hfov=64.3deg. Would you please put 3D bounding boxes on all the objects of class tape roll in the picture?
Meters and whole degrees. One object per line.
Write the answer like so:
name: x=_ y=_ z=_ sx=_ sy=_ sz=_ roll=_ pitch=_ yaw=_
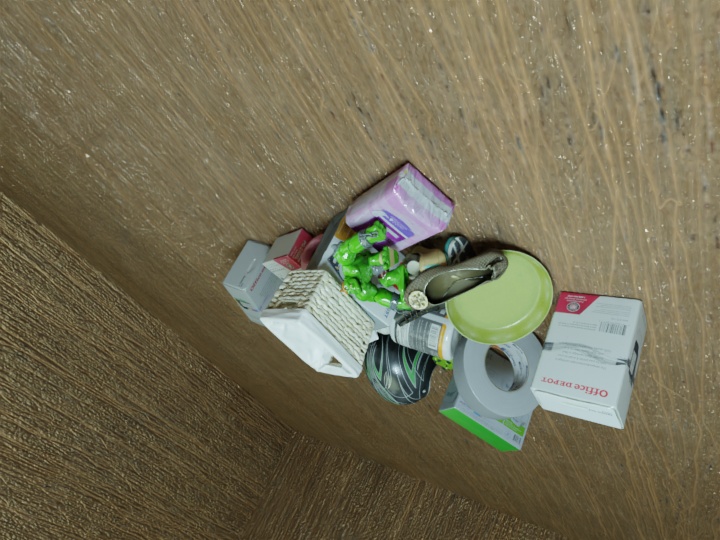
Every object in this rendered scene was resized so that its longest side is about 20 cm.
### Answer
tape roll: x=0.294 y=0.206 z=1.207 sx=0.196 sy=0.204 sz=0.066 roll=29 pitch=156 yaw=-3

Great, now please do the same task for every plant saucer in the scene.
plant saucer: x=0.251 y=0.045 z=1.050 sx=0.192 sy=0.031 sz=0.206 roll=2 pitch=121 yaw=3

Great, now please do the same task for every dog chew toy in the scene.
dog chew toy: x=-0.044 y=0.005 z=1.302 sx=0.122 sy=0.128 sz=0.199 roll=1 pitch=152 yaw=45

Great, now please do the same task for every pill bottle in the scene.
pill bottle: x=0.135 y=0.123 z=1.323 sx=0.195 sy=0.119 sz=0.117 roll=16 pitch=153 yaw=27

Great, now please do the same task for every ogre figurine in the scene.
ogre figurine: x=0.022 y=0.002 z=1.063 sx=0.116 sy=0.101 sz=0.200 roll=-5 pitch=152 yaw=28

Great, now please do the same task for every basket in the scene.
basket: x=-0.077 y=0.102 z=1.129 sx=0.133 sy=0.126 sz=0.200 roll=-1 pitch=143 yaw=44

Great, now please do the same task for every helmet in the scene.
helmet: x=0.102 y=0.240 z=1.484 sx=0.195 sy=0.194 sz=0.202 roll=22 pitch=154 yaw=12

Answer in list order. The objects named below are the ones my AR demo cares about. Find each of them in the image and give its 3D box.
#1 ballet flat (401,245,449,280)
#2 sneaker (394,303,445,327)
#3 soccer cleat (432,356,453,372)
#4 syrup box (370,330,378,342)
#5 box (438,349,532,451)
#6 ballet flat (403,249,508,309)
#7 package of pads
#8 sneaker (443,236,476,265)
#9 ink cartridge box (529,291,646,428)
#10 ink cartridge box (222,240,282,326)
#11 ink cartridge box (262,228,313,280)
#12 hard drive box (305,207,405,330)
ballet flat: x=0.110 y=-0.013 z=1.106 sx=0.061 sy=0.071 sz=0.200 roll=-11 pitch=179 yaw=-12
sneaker: x=0.120 y=0.074 z=1.186 sx=0.076 sy=0.105 sz=0.200 roll=53 pitch=172 yaw=0
soccer cleat: x=0.243 y=0.191 z=1.370 sx=0.067 sy=0.082 sz=0.199 roll=36 pitch=152 yaw=-13
syrup box: x=-0.015 y=0.121 z=1.368 sx=0.200 sy=0.079 sz=0.081 roll=-137 pitch=27 yaw=-83
box: x=0.319 y=0.309 z=1.401 sx=0.196 sy=0.180 sz=0.097 roll=31 pitch=155 yaw=-7
ballet flat: x=0.164 y=0.021 z=0.995 sx=0.195 sy=0.047 sz=0.069 roll=-22 pitch=118 yaw=15
package of pads: x=0.064 y=-0.103 z=1.024 sx=0.120 sy=0.077 sz=0.199 roll=39 pitch=154 yaw=-15
sneaker: x=0.178 y=0.006 z=1.115 sx=0.078 sy=0.078 sz=0.202 roll=30 pitch=155 yaw=30
ink cartridge box: x=0.396 y=0.150 z=0.990 sx=0.142 sy=0.204 sz=0.084 roll=6 pitch=149 yaw=39
ink cartridge box: x=-0.274 y=0.039 z=1.566 sx=0.082 sy=0.148 sz=0.202 roll=15 pitch=152 yaw=24
ink cartridge box: x=-0.121 y=0.001 z=1.405 sx=0.199 sy=0.086 sz=0.143 roll=40 pitch=153 yaw=-24
hard drive box: x=0.000 y=0.000 z=1.191 sx=0.198 sy=0.159 sz=0.076 roll=37 pitch=153 yaw=-20
